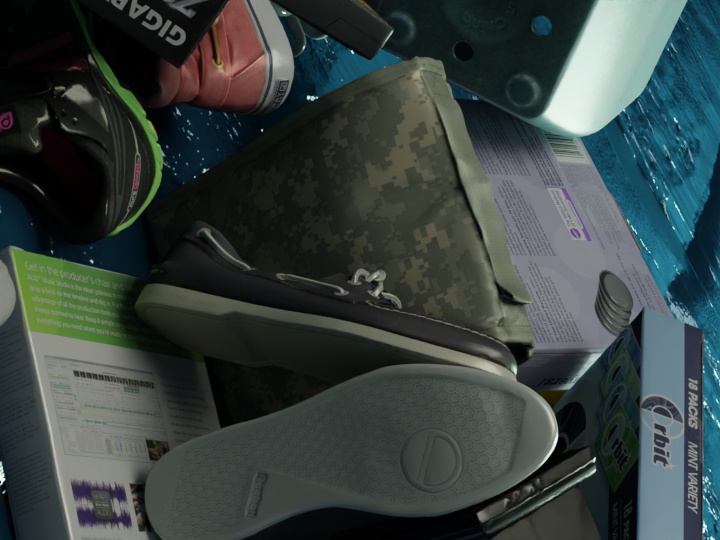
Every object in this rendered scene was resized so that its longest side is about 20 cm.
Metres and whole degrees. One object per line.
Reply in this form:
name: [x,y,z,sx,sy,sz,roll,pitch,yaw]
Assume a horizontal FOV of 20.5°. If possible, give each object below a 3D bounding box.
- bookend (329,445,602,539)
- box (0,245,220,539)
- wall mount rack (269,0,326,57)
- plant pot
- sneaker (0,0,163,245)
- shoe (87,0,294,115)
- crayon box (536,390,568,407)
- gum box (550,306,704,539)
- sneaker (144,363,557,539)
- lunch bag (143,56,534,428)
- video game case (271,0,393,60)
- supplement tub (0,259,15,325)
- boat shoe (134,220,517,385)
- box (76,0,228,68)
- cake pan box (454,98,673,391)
bookend: [0.057,0.213,0.993,0.092,0.199,0.200,-24,90,-44]
box: [-0.117,0.094,0.973,0.144,0.036,0.200,16,56,-57]
wall mount rack: [-0.069,-0.223,1.286,0.174,0.074,0.200,66,26,-9]
plant pot: [0.103,-0.194,1.218,0.196,0.196,0.200,27,30,6]
sneaker: [-0.171,-0.096,0.985,0.200,0.077,0.084,50,33,-20]
shoe: [-0.118,-0.170,1.145,0.091,0.072,0.200,-3,53,-38]
crayon box: [0.101,0.045,1.307,0.051,0.127,0.200,53,28,-22]
gum box: [0.125,0.145,1.134,0.044,0.200,0.170,23,46,-14]
sneaker: [0.005,0.090,0.956,0.099,0.200,0.071,17,59,-70]
lunch bag: [0.000,0.000,1.067,0.117,0.200,0.164,3,64,-50]
video game case: [-0.094,-0.194,0.998,0.200,0.026,0.181,29,14,-40]
supplement tub: [-0.235,-0.039,0.741,0.200,0.145,0.145,63,27,-7]
boat shoe: [-0.012,0.017,0.969,0.073,0.200,0.063,65,42,-55]
box: [-0.159,-0.190,0.973,0.198,0.050,0.200,32,13,-16]
cake pan box: [0.083,-0.021,1.201,0.184,0.052,0.200,0,55,-42]
